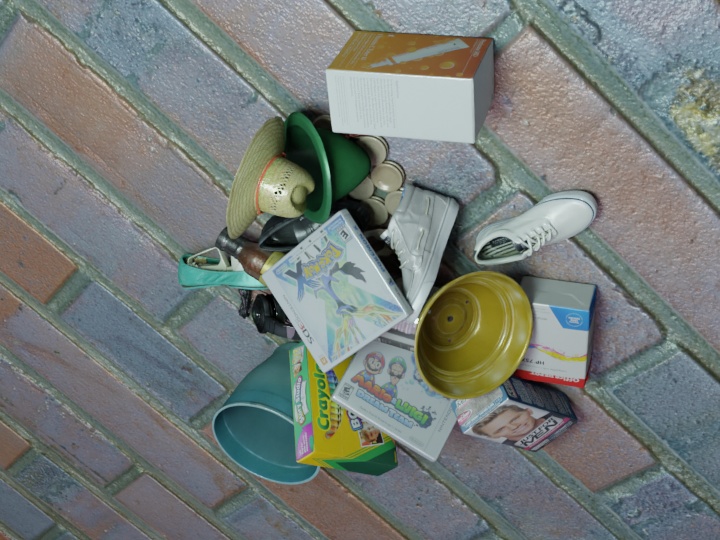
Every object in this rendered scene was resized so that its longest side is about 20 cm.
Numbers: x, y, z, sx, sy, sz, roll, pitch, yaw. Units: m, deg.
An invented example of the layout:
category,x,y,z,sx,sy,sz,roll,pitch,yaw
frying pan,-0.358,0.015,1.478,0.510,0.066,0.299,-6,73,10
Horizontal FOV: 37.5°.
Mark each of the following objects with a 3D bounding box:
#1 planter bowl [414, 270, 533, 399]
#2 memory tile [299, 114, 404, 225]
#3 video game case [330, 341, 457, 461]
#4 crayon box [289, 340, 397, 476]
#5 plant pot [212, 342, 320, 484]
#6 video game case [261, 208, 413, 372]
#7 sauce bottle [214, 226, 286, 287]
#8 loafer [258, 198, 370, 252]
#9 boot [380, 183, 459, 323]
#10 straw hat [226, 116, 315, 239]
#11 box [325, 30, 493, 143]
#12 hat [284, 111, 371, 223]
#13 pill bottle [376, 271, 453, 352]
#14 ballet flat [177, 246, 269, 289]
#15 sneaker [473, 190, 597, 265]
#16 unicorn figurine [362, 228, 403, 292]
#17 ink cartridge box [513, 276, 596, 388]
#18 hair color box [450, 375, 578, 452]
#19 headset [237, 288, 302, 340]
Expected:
category,x,y,z,sx,sy,sz,roll,pitch,yaw
planter bowl,0.151,0.084,1.579,0.083,0.200,0.201,35,155,59
memory tile,-0.013,-0.152,1.611,0.153,0.017,0.200,-15,119,31
video game case,0.078,0.184,1.736,0.200,0.182,0.024,32,159,-4
crayon box,-0.029,0.227,1.753,0.172,0.200,0.058,18,142,-36
plant pot,-0.127,0.235,1.844,0.200,0.188,0.200,15,135,15
video game case,-0.039,0.034,1.579,0.200,0.022,0.182,-37,84,37
sauce bottle,-0.143,-0.006,1.717,0.200,0.066,0.066,33,132,8
loafer,-0.074,-0.063,1.649,0.200,0.070,0.068,-9,123,36
boot,0.071,-0.027,1.566,0.095,0.200,0.074,21,165,-5
straw hat,-0.112,-0.117,1.500,0.085,0.201,0.201,22,131,8
box,0.070,-0.249,1.427,0.200,0.124,0.098,7,128,17
hat,-0.001,-0.167,1.565,0.200,0.176,0.166,35,136,57
pill bottle,0.046,0.060,1.689,0.200,0.114,0.114,17,131,9
ballet flat,-0.222,-0.005,1.783,0.200,0.067,0.071,-1,112,20
sneaker,0.253,-0.052,1.543,0.200,0.071,0.073,-25,114,36
unicorn figurine,0.000,0.000,1.616,0.200,0.137,0.074,54,163,29
ink cartridge box,0.301,0.112,1.655,0.116,0.067,0.200,7,129,17
hair color box,0.248,0.228,1.694,0.200,0.061,0.100,21,125,-42
headset,-0.134,0.075,1.775,0.200,0.123,0.094,27,121,35
